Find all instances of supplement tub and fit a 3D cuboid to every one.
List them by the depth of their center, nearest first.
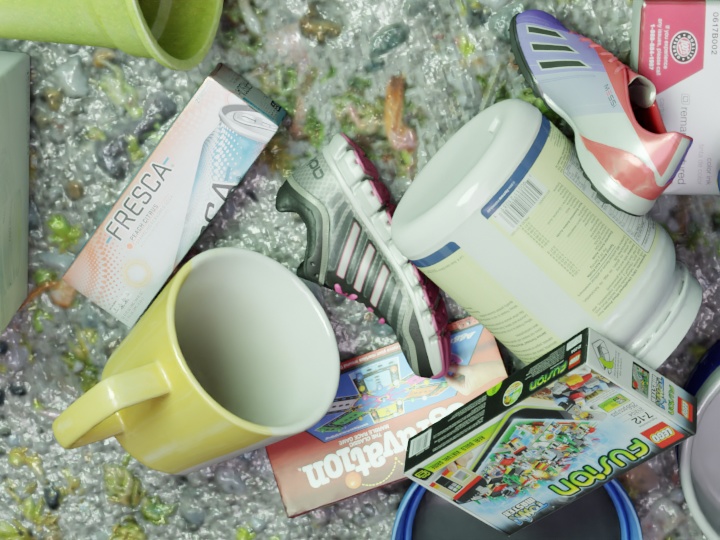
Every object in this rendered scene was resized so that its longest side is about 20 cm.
[{"bbox_3d":[0.137,-0.012,1.433,0.200,0.145,0.145,42,104,-14],"label":"supplement tub"}]

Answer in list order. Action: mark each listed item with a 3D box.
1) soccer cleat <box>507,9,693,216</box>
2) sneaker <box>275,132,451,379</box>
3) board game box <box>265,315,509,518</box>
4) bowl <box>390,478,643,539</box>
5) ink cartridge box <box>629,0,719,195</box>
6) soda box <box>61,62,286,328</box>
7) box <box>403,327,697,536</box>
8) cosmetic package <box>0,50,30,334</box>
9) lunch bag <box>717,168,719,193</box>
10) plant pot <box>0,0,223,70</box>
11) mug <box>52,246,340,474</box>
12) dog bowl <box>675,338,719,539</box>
[{"bbox_3d":[0.170,-0.128,1.390,0.068,0.200,0.073,15,126,-39],"label":"soccer cleat"},{"bbox_3d":[0.000,0.000,1.487,0.087,0.074,0.200,-26,97,11],"label":"sneaker"},{"bbox_3d":[0.021,0.113,1.525,0.200,0.019,0.103,-20,80,9],"label":"board game box"},{"bbox_3d":[0.124,0.220,1.560,0.200,0.039,0.201,1,106,4],"label":"bowl"},{"bbox_3d":[0.297,-0.132,1.425,0.200,0.086,0.148,1,106,4],"label":"ink cartridge box"},{"bbox_3d":[-0.141,-0.057,1.484,0.068,0.064,0.200,36,106,-7],"label":"soda box"},{"bbox_3d":[0.136,0.121,1.432,0.110,0.035,0.200,32,135,-23],"label":"box"},{"bbox_3d":[-0.317,-0.048,1.426,0.123,0.200,0.200,3,107,0],"label":"cosmetic package"},{"bbox_3d":[0.352,-0.011,1.373,0.161,0.082,0.200,-23,105,11],"label":"lunch bag"},{"bbox_3d":[-0.215,-0.236,1.385,0.184,0.200,0.201,-2,106,16],"label":"plant pot"},{"bbox_3d":[-0.134,0.076,1.465,0.186,0.150,0.153,19,144,-31],"label":"mug"},{"bbox_3d":[0.342,0.134,1.501,0.200,0.079,0.200,1,106,3],"label":"dog bowl"}]
